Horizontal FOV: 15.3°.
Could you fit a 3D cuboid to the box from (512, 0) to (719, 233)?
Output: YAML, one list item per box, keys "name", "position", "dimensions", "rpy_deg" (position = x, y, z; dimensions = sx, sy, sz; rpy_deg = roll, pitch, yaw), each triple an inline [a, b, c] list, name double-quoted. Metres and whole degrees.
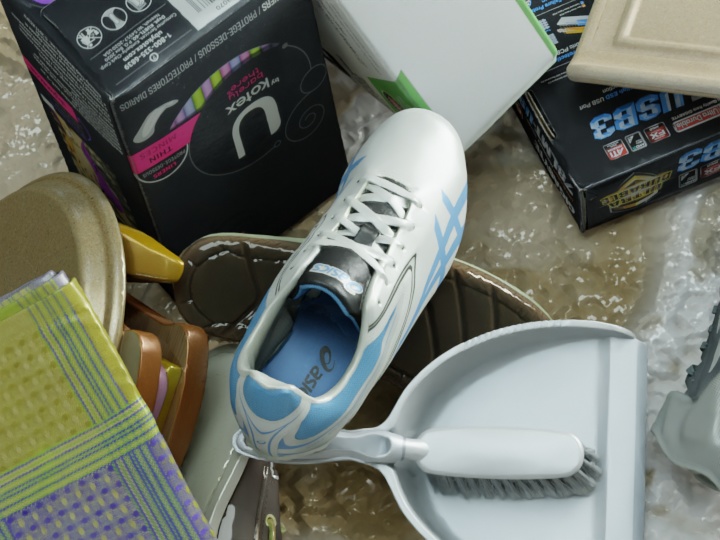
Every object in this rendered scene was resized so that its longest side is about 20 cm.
- name: "box"
  position: [0.167, -0.141, 1.456]
  dimensions: [0.199, 0.050, 0.199]
  rpy_deg: [-23, 60, -6]

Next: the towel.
- name: "towel"
  position: [-0.147, 0.110, 1.238]
  dimensions: [0.143, 0.023, 0.201]
  rpy_deg: [-28, 97, 13]

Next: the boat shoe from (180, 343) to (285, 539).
- name: "boat shoe"
  position: [-0.071, 0.134, 1.323]
  dimensions: [0.072, 0.059, 0.201]
  rpy_deg: [-20, 50, 36]

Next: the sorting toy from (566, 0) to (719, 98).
- name: "sorting toy"
  position: [0.221, -0.157, 1.401]
  dimensions: [0.184, 0.037, 0.201]
  rpy_deg: [9, 56, 24]

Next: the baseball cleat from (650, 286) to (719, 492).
- name: "baseball cleat"
  position: [0.185, 0.036, 1.338]
  dimensions: [0.106, 0.070, 0.200]
  rpy_deg: [-34, 32, 25]

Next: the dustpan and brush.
- name: "dustpan and brush"
  position: [0.039, 0.090, 1.309]
  dimensions: [0.199, 0.057, 0.140]
  rpy_deg: [1, 77, 6]

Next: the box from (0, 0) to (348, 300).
- name: "box"
  position: [-0.091, -0.095, 1.377]
  dimensions: [0.122, 0.200, 0.106]
  rpy_deg: [-37, 62, -13]

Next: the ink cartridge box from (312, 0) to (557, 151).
- name: "ink cartridge box"
  position: [-0.009, -0.168, 1.410]
  dimensions: [0.084, 0.145, 0.200]
  rpy_deg: [-45, 47, -4]

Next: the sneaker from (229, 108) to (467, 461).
- name: "sneaker"
  position: [0.000, 0.000, 1.293]
  dimensions: [0.072, 0.073, 0.200]
  rpy_deg: [25, 63, 7]

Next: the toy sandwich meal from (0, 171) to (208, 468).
- name: "toy sandwich meal"
  position: [-0.152, 0.046, 1.354]
  dimensions: [0.205, 0.070, 0.206]
  rpy_deg: [-28, 54, 46]

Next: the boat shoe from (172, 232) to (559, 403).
- name: "boat shoe"
  position: [0.003, 0.017, 1.375]
  dimensions: [0.199, 0.076, 0.072]
  rpy_deg: [16, 93, -5]
